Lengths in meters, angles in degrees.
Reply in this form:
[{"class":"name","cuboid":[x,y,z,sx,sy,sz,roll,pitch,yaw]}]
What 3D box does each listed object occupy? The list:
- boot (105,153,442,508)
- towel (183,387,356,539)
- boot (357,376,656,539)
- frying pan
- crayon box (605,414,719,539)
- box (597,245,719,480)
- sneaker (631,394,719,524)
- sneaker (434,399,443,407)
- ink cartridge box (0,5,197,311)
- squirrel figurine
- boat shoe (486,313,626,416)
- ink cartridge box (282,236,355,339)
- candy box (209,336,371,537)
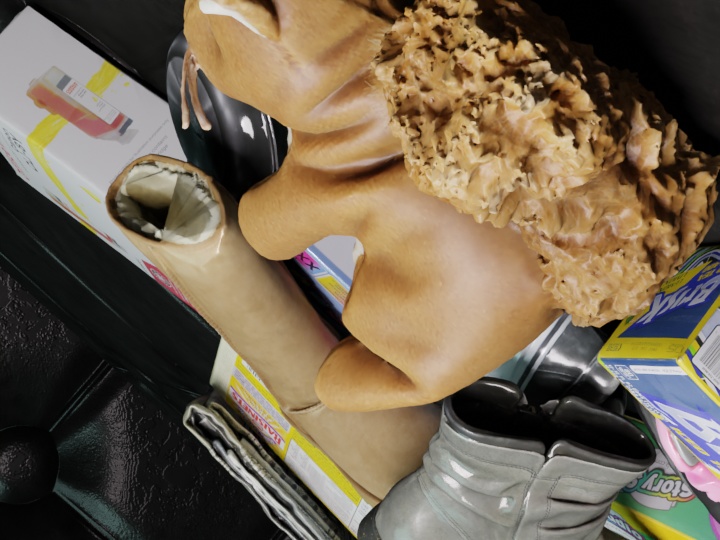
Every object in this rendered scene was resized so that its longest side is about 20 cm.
[{"class":"boot","cuboid":[-0.032,0.040,0.763,0.175,0.066,0.200,21,155,44]},{"class":"towel","cuboid":[-0.045,0.153,1.024,0.193,0.035,0.200,48,179,-1]},{"class":"boot","cuboid":[0.108,0.124,0.712,0.199,0.068,0.131,17,132,-20]},{"class":"frying pan","cuboid":[-0.091,-0.080,0.833,0.190,0.031,0.115,-16,93,67]},{"class":"crayon box","cuboid":[0.207,0.165,0.843,0.173,0.058,0.200,49,165,-27]},{"class":"box","cuboid":[0.195,0.078,0.597,0.200,0.064,0.070,44,165,-12]},{"class":"sneaker","cuboid":[0.198,0.108,0.686,0.200,0.079,0.095,51,170,-10]},{"class":"sneaker","cuboid":[0.072,0.128,0.911,0.200,0.075,0.116,40,-176,-9]},{"class":"ink cartridge box","cuboid":[-0.173,-0.076,1.041,0.200,0.083,0.145,36,165,18]},{"class":"squirrel figurine","cuboid":[0.026,-0.061,0.540,0.200,0.142,0.187,-5,125,51]},{"class":"boat shoe","cuboid":[0.104,0.071,0.777,0.071,0.072,0.200,40,171,15]},{"class":"ink cartridge box","cuboid":[0.000,0.000,0.848,0.136,0.076,0.200,43,167,-11]},{"class":"candy box","cuboid":[-0.017,0.111,0.925,0.200,0.026,0.102,44,151,15]}]
